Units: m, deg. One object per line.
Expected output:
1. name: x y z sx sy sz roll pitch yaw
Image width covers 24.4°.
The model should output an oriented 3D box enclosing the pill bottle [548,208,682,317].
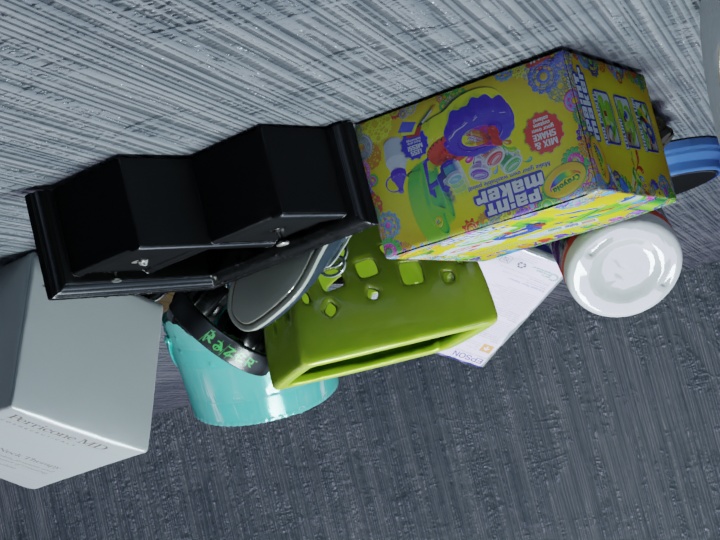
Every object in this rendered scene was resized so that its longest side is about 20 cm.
1. pill bottle: 0.229 -0.053 1.605 0.111 0.111 0.200 -14 -146 -1

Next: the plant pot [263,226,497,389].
1. plant pot: 0.000 0.000 1.622 0.200 0.182 0.199 -12 171 -13

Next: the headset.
1. headset: -0.138 0.039 1.750 0.094 0.123 0.200 -54 -161 8

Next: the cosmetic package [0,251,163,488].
1. cosmetic package: -0.330 0.105 1.679 0.167 0.166 0.200 25 147 -38

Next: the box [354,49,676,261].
1. box: 0.136 -0.091 1.433 0.200 0.122 0.193 -17 172 27

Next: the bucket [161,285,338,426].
1. bucket: -0.124 0.085 1.936 0.207 0.135 0.207 -10 -163 3

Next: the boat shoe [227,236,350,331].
1. boat shoe: -0.046 -0.029 1.474 0.062 0.075 0.200 9 114 -60

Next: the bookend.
1. bookend: -0.128 -0.050 1.366 0.200 0.092 0.199 -21 170 36

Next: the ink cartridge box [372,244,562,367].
1. ink cartridge box: 0.098 0.010 1.828 0.196 0.043 0.200 20 136 -19

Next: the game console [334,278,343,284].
1. game console: 0.042 -0.023 2.122 0.177 0.031 0.200 -22 170 24

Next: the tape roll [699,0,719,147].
1. tape roll: 0.305 -0.124 1.203 0.066 0.200 0.200 -12 172 1

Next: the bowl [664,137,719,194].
1. bowl: 0.330 -0.108 1.963 0.200 0.039 0.201 -14 173 -2

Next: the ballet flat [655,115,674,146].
1. ballet flat: 0.285 -0.133 1.706 0.067 0.046 0.200 -48 173 7

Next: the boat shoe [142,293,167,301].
1. boat shoe: -0.175 -0.011 1.655 0.074 0.066 0.199 -6 169 -43

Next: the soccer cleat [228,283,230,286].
1. soccer cleat: -0.064 -0.018 1.766 0.200 0.077 0.067 -7 170 -38

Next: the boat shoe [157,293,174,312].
1. boat shoe: -0.265 0.031 1.821 0.200 0.065 0.072 -36 159 20
